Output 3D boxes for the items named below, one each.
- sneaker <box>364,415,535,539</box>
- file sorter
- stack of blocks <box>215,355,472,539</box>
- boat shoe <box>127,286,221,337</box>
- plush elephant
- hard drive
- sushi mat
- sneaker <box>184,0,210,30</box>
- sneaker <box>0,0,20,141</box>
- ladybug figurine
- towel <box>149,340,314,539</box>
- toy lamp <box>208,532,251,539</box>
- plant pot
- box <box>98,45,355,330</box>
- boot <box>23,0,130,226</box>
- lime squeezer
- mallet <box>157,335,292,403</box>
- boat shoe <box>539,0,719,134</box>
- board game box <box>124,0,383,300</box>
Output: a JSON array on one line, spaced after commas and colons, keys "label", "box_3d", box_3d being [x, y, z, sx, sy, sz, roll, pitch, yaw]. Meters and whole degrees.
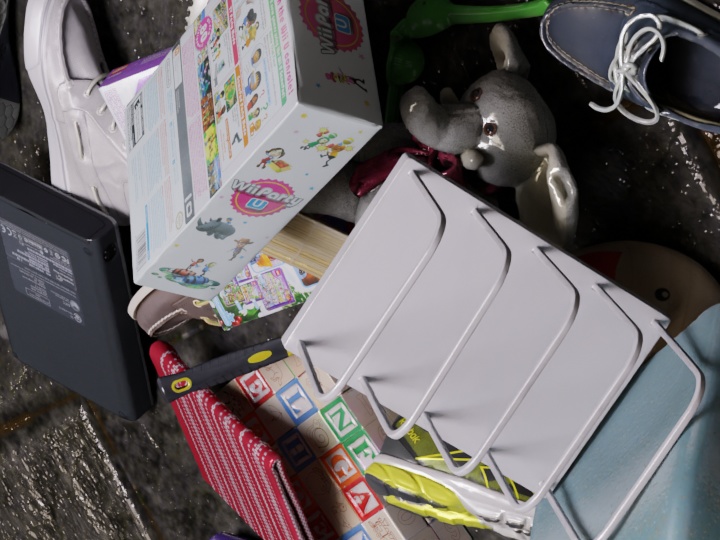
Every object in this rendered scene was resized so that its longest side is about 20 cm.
[{"label": "sneaker", "box_3d": [0.104, 0.140, 1.545, 0.199, 0.085, 0.075, 15, 163, 13]}, {"label": "file sorter", "box_3d": [0.079, 0.052, 1.309, 0.200, 0.125, 0.139, 31, 100, -16]}, {"label": "stack of blocks", "box_3d": [-0.006, 0.139, 1.647, 0.115, 0.059, 0.200, -38, 84, 43]}, {"label": "boat shoe", "box_3d": [-0.099, 0.006, 1.658, 0.200, 0.072, 0.060, -35, 83, 38]}, {"label": "plush elephant", "box_3d": [0.058, -0.065, 1.413, 0.155, 0.199, 0.165, -64, 38, 36]}, {"label": "hard drive", "box_3d": [-0.236, 0.018, 1.764, 0.139, 0.033, 0.200, 25, 141, 29]}, {"label": "sushi mat", "box_3d": [0.000, 0.000, 1.501, 0.199, 0.012, 0.096, 25, 158, -2]}, {"label": "sneaker", "box_3d": [-0.044, -0.218, 1.516, 0.099, 0.070, 0.200, 36, 133, 14]}, {"label": "sneaker", "box_3d": [-0.345, -0.210, 1.758, 0.146, 0.077, 0.203, 20, 122, 29]}, {"label": "ladybug figurine", "box_3d": [0.155, 0.057, 1.466, 0.200, 0.072, 0.136, -32, 88, 44]}, {"label": "towel", "box_3d": [-0.089, 0.144, 1.667, 0.200, 0.022, 0.145, 38, 155, 50]}, {"label": "toy lamp", "box_3d": [-0.042, 0.268, 1.738, 0.200, 0.058, 0.058, 31, 127, 27]}, {"label": "plant pot", "box_3d": [0.216, 0.183, 1.344, 0.196, 0.200, 0.196, 36, 133, -9]}, {"label": "box", "box_3d": [-0.074, -0.069, 1.542, 0.136, 0.039, 0.200, -18, 111, 20]}, {"label": "boot", "box_3d": [-0.189, -0.125, 1.681, 0.095, 0.074, 0.201, 12, 125, 29]}, {"label": "lime squeezer", "box_3d": [0.049, -0.143, 1.496, 0.071, 0.038, 0.200, 31, 134, -16]}, {"label": "mallet", "box_3d": [-0.042, 0.060, 1.576, 0.066, 0.200, 0.041, 63, 178, -7]}, {"label": "boat shoe", "box_3d": [0.188, -0.124, 1.361, 0.200, 0.062, 0.075, 27, 125, 28]}, {"label": "board game box", "box_3d": [-0.073, -0.096, 1.391, 0.200, 0.064, 0.148, -45, 42, 42]}]
